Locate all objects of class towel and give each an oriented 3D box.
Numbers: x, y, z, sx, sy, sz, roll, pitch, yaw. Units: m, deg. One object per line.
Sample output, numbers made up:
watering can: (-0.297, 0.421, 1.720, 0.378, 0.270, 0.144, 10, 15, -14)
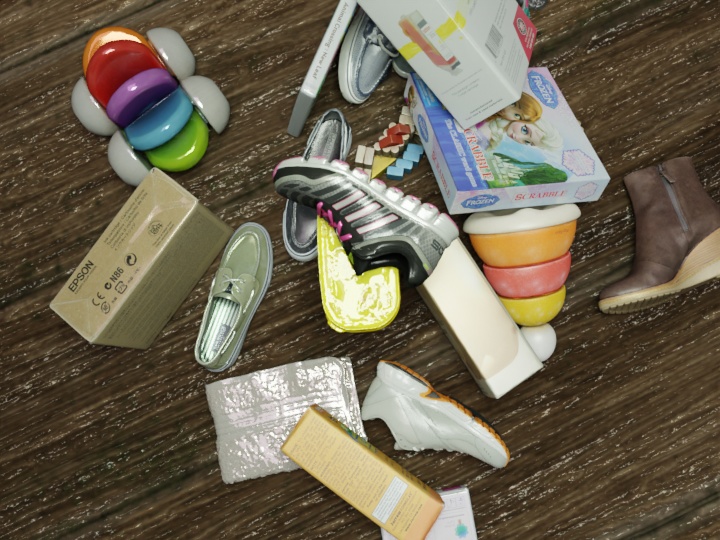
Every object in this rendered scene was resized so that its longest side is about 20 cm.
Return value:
towel: (-0.095, 0.191, 0.859, 0.196, 0.034, 0.135, -13, 82, 0)

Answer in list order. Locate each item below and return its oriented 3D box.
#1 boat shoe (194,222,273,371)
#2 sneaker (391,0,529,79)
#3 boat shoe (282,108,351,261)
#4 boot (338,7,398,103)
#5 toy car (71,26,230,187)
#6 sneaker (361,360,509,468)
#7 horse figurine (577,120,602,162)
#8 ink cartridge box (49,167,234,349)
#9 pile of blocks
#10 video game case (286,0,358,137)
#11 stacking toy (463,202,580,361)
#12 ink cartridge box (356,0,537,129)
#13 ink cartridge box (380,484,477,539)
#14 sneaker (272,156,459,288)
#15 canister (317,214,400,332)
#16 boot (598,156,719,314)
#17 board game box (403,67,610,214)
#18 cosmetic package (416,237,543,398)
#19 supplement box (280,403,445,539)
boat shoe: (-0.162, 0.033, 0.866, 0.071, 0.062, 0.204, 14, 82, 3)
sneaker: (0.135, -0.320, 0.873, 0.197, 0.121, 0.085, -21, 82, 0)
boat shoe: (-0.057, -0.114, 0.879, 0.070, 0.068, 0.204, 18, 84, 4)
boot: (0.040, -0.314, 0.867, 0.089, 0.072, 0.204, 20, 93, 41)
toy car: (-0.279, -0.223, 0.858, 0.174, 0.150, 0.201, -37, 83, -3)
sneaker: (0.091, 0.200, 0.841, 0.198, 0.076, 0.093, 32, 92, 13)
horse figurine: (0.229, -0.139, 0.867, 0.196, 0.050, 0.135, 4, 57, -1)
ink cartridge box: (-0.260, -0.007, 0.823, 0.075, 0.165, 0.201, 35, 84, 8)
pile of blocks: (0.069, -0.178, 0.887, 0.200, 0.062, 0.082, -44, 84, -4)
video game case: (-0.040, -0.273, 0.834, 0.022, 0.200, 0.185, 24, 84, -9)
stacking toy: (0.211, 0.019, 0.841, 0.143, 0.146, 0.204, -8, 99, 0)
ink cartridge box: (0.103, -0.288, 0.751, 0.200, 0.083, 0.147, 43, 49, -24)
ink cartridge box: (0.095, 0.382, 0.827, 0.117, 0.042, 0.204, -10, 80, 1)
sneaker: (-0.004, -0.044, 0.663, 0.197, 0.074, 0.089, 23, 77, 0)
canister: (0.000, 0.000, 0.797, 0.085, 0.200, 0.152, -5, 83, 1)
boot: (0.377, -0.045, 0.871, 0.197, 0.072, 0.169, -20, 71, 0)
board game box: (0.173, -0.166, 0.815, 0.196, 0.041, 0.203, -7, 57, -15)
cosmetic package: (0.135, 0.054, 0.836, 0.070, 0.105, 0.202, -33, 82, -3)
supplement box: (0.002, 0.244, 0.799, 0.198, 0.067, 0.069, 33, 84, 6)
